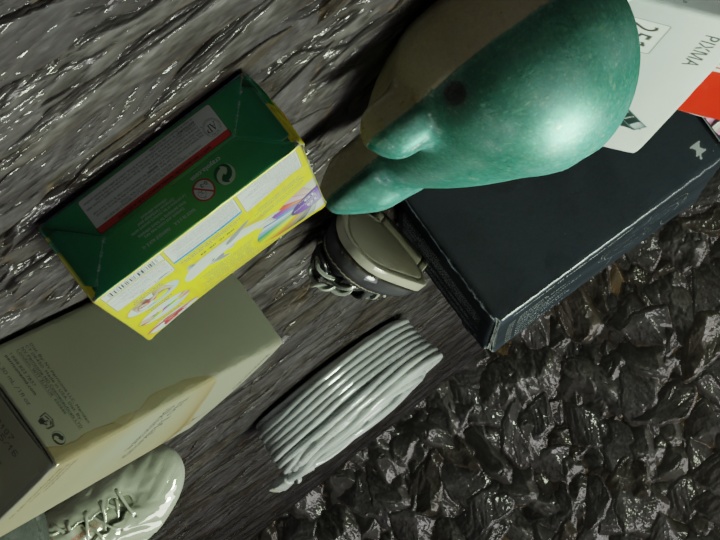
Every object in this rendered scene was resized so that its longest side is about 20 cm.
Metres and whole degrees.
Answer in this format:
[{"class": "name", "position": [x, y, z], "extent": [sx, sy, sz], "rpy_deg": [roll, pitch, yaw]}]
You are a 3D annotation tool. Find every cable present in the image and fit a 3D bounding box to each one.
[{"class": "cable", "position": [-0.012, 0.127, 2.331], "extent": [0.200, 0.069, 0.200], "rpy_deg": [-34, 172, -29]}]

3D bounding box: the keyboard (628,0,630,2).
[{"class": "keyboard", "position": [0.112, -0.142, 1.255], "extent": [0.200, 0.011, 0.056], "rpy_deg": [-40, -143, 19]}]

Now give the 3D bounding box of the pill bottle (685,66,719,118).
[{"class": "pill bottle", "position": [0.247, -0.178, 1.421], "extent": [0.112, 0.112, 0.200], "rpy_deg": [-34, 172, -21]}]

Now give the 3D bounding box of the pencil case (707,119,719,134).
[{"class": "pencil case", "position": [0.218, -0.106, 1.858], "extent": [0.200, 0.087, 0.087], "rpy_deg": [-33, 172, -15]}]

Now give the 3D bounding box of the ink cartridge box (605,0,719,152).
[{"class": "ink cartridge box", "position": [0.194, -0.122, 1.371], "extent": [0.200, 0.173, 0.044], "rpy_deg": [126, -24, -67]}]

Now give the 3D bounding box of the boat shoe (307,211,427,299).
[{"class": "boat shoe", "position": [0.000, 0.000, 1.532], "extent": [0.063, 0.073, 0.200], "rpy_deg": [-41, 177, 8]}]

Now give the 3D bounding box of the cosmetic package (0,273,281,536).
[{"class": "cosmetic package", "position": [-0.145, 0.067, 1.244], "extent": [0.104, 0.073, 0.200], "rpy_deg": [-43, 170, 38]}]

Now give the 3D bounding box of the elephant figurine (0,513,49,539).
[{"class": "elephant figurine", "position": [-0.212, 0.217, 1.357], "extent": [0.141, 0.200, 0.155], "rpy_deg": [-31, 171, -38]}]

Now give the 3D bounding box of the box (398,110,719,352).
[{"class": "box", "position": [0.138, -0.054, 1.646], "extent": [0.200, 0.124, 0.197], "rpy_deg": [-36, 175, -4]}]

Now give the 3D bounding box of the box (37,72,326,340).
[{"class": "box", "position": [-0.077, -0.024, 1.091], "extent": [0.117, 0.048, 0.200], "rpy_deg": [-37, 171, -3]}]

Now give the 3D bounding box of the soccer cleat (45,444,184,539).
[{"class": "soccer cleat", "position": [-0.222, 0.205, 1.807], "extent": [0.200, 0.069, 0.078], "rpy_deg": [-36, 171, 15]}]

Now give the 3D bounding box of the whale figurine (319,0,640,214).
[{"class": "whale figurine", "position": [0.063, -0.079, 1.183], "extent": [0.159, 0.104, 0.200], "rpy_deg": [-30, 171, -47]}]
